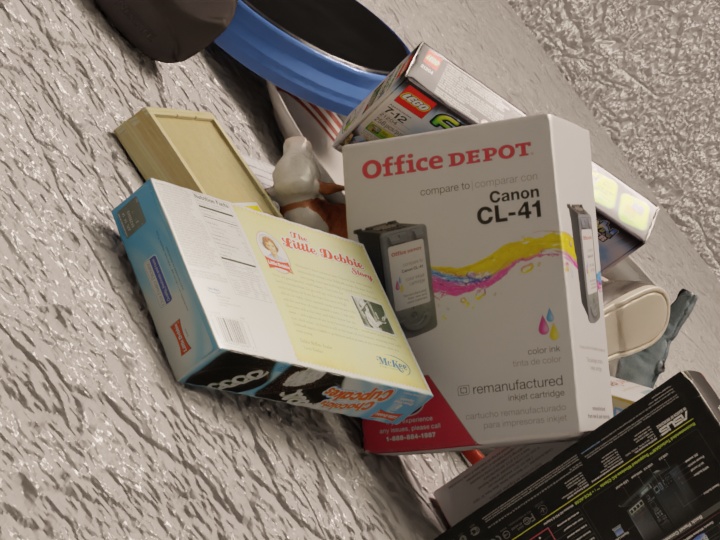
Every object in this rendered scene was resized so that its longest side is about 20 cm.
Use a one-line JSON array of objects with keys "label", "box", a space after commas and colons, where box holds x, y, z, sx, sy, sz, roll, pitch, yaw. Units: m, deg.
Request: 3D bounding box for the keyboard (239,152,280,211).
[{"label": "keyboard", "box": [-0.060, -0.058, 1.474, 0.056, 0.011, 0.200, 58, 14, 17]}]

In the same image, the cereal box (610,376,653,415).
[{"label": "cereal box", "box": [0.169, 0.097, 1.559, 0.200, 0.040, 0.144, 17, 4, 16]}]

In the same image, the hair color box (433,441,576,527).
[{"label": "hair color box", "box": [0.145, 0.200, 1.321, 0.064, 0.111, 0.200, 29, 29, -60]}]

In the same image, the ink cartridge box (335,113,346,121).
[{"label": "ink cartridge box", "box": [0.025, -0.132, 1.756, 0.200, 0.050, 0.109, 42, 10, 17]}]

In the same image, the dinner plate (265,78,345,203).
[{"label": "dinner plate", "box": [-0.020, -0.083, 1.622, 0.200, 0.024, 0.200, 51, 11, -13]}]

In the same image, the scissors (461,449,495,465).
[{"label": "scissors", "box": [0.055, 0.105, 1.453, 0.200, 0.014, 0.073, 31, 27, -59]}]

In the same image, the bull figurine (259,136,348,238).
[{"label": "bull figurine", "box": [0.000, 0.000, 1.416, 0.200, 0.065, 0.121, 56, 11, 3]}]

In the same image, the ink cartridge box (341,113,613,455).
[{"label": "ink cartridge box", "box": [0.073, 0.012, 1.303, 0.086, 0.147, 0.200, 9, 75, -68]}]

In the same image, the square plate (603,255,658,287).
[{"label": "square plate", "box": [0.123, -0.022, 1.664, 0.198, 0.028, 0.200, 16, -8, 25]}]

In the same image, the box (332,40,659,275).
[{"label": "box", "box": [0.091, -0.064, 1.406, 0.200, 0.110, 0.035, 34, 55, -11]}]

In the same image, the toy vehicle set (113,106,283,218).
[{"label": "toy vehicle set", "box": [-0.070, -0.014, 1.303, 0.200, 0.027, 0.124, 56, 14, 8]}]

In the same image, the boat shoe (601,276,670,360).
[{"label": "boat shoe", "box": [0.138, 0.048, 1.489, 0.057, 0.200, 0.067, 17, -65, 49]}]

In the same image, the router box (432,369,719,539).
[{"label": "router box", "box": [0.163, 0.176, 1.242, 0.150, 0.200, 0.062, 60, 14, 21]}]

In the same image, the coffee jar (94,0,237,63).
[{"label": "coffee jar", "box": [-0.140, -0.227, 1.460, 0.104, 0.085, 0.200, 47, 16, -26]}]

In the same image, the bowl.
[{"label": "bowl", "box": [-0.046, -0.191, 1.629, 0.200, 0.039, 0.201, 27, 22, -12]}]

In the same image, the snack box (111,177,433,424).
[{"label": "snack box", "box": [-0.047, 0.021, 1.191, 0.200, 0.037, 0.116, 17, 42, -51]}]

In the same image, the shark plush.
[{"label": "shark plush", "box": [0.226, 0.113, 1.675, 0.083, 0.200, 0.091, 25, -13, 29]}]
